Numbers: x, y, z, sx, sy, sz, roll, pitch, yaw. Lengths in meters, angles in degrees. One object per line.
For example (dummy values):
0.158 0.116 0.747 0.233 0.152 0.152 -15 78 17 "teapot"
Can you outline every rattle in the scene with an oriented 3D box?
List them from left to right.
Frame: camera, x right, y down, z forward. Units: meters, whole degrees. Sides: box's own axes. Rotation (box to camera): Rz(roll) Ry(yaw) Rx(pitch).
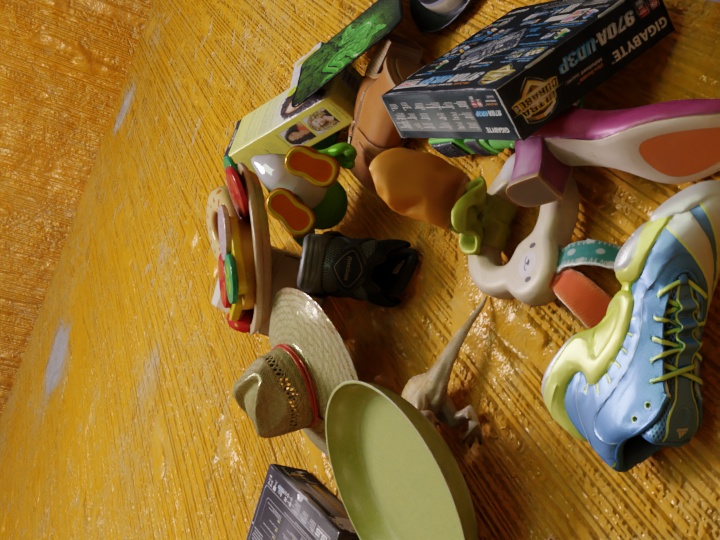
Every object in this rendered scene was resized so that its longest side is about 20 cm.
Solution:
0.106 -0.037 0.768 0.130 0.143 0.200 -43 28 16 "rattle"

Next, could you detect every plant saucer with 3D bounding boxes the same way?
0.036 0.179 0.803 0.200 0.031 0.200 38 138 45 "plant saucer"

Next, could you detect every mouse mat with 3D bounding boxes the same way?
-0.014 -0.267 1.165 0.161 0.008 0.200 -36 22 17 "mouse mat"

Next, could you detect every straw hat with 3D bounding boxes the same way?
-0.080 0.123 0.998 0.201 0.085 0.201 41 141 44 "straw hat"

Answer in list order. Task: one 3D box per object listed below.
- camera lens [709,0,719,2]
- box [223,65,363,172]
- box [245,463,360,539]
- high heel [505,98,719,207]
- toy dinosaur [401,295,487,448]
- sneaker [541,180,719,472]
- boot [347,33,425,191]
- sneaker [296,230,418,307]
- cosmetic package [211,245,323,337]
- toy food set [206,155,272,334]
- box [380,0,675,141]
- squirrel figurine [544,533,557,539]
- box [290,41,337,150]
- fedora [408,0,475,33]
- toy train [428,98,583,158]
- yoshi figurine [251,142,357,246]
0.241 -0.289 0.615 0.160 0.160 0.200 15 88 65 "camera lens"
-0.083 -0.184 1.218 0.200 0.050 0.075 -24 39 40 "box"
-0.062 0.302 0.994 0.200 0.048 0.159 19 92 65 "box"
0.194 -0.107 0.709 0.200 0.067 0.096 -18 43 49 "high heel"
0.059 0.118 0.852 0.200 0.058 0.101 -65 25 16 "toy dinosaur"
0.196 0.046 0.620 0.105 0.076 0.200 60 137 42 "sneaker"
0.033 -0.153 1.058 0.200 0.074 0.155 -99 27 -63 "boot"
0.000 0.000 1.042 0.199 0.114 0.076 37 -115 -88 "sneaker"
-0.116 0.021 1.251 0.200 0.071 0.105 16 89 64 "cosmetic package"
-0.137 -0.028 1.110 0.198 0.049 0.200 115 148 -63 "toy food set"
0.126 -0.165 0.800 0.159 0.046 0.200 -36 20 -16 "box"
0.050 0.245 0.641 0.200 0.186 0.142 -61 27 23 "squirrel figurine"
-0.065 -0.192 1.306 0.082 0.049 0.200 -19 57 59 "box"
0.074 -0.359 1.075 0.201 0.091 0.201 -43 38 48 "fedora"
0.124 -0.131 0.885 0.056 0.042 0.200 -64 24 -9 "toy train"
-0.050 -0.083 1.082 0.200 0.112 0.112 -119 15 -82 "yoshi figurine"
